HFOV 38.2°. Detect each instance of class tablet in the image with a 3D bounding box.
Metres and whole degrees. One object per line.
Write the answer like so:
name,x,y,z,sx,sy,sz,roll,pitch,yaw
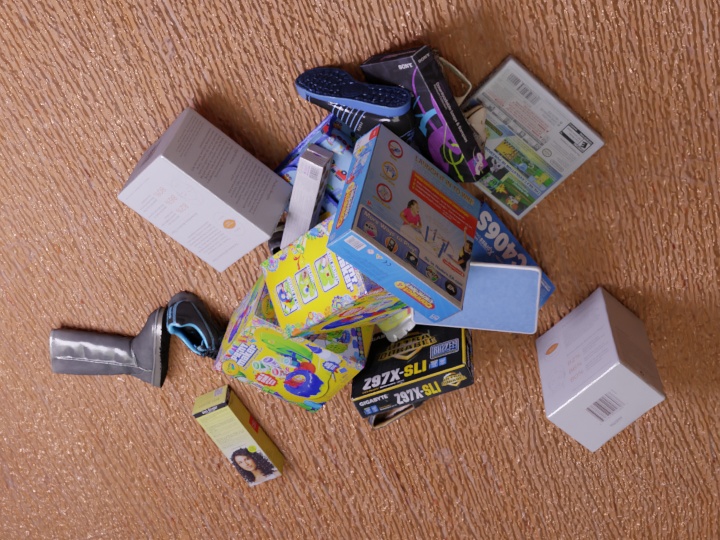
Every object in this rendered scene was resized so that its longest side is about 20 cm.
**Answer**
tablet,0.175,0.038,1.599,0.198,0.014,0.131,4,128,10

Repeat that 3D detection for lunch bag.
lunch bag,-0.046,-0.128,1.576,0.150,0.094,0.200,40,130,-16

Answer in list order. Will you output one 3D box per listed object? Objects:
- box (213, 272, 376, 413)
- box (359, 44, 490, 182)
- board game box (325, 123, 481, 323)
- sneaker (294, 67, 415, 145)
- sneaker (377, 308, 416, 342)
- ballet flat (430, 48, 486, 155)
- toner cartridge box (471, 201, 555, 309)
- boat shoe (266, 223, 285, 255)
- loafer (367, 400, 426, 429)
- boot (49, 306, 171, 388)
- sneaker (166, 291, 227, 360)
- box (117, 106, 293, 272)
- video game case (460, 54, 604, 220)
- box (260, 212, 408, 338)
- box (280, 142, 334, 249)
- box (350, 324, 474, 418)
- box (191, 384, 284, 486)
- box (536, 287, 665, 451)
box,-0.104,0.107,1.672,0.191,0.123,0.200,26,143,-12
box,0.088,-0.215,1.461,0.036,0.143,0.201,-37,111,-23
board game box,0.064,-0.064,1.405,0.199,0.197,0.056,35,138,-24
sneaker,-0.009,-0.227,1.468,0.199,0.070,0.078,23,142,33
sneaker,0.085,0.029,1.671,0.090,0.078,0.200,41,114,-11
ballet flat,0.139,-0.230,1.480,0.072,0.072,0.201,-29,102,21
toner cartridge box,0.214,-0.007,1.628,0.095,0.043,0.200,-50,115,-13
boat shoe,-0.060,-0.006,1.660,0.199,0.065,0.074,20,121,-11
loafer,0.093,0.209,1.791,0.073,0.073,0.200,41,116,-20
boot,-0.428,0.121,1.775,0.198,0.073,0.183,15,122,2
sneaker,-0.251,0.126,1.751,0.200,0.082,0.073,39,117,-22
box,-0.229,-0.116,1.545,0.200,0.107,0.152,37,141,-20
video game case,0.229,-0.192,1.545,0.199,0.022,0.182,36,119,-20
box,0.000,0.000,1.504,0.199,0.123,0.192,-7,163,-44
box,-0.080,-0.100,1.537,0.041,0.039,0.201,26,139,9
box,0.086,0.148,1.699,0.199,0.160,0.050,-19,121,16
box,-0.219,0.302,1.886,0.075,0.050,0.201,-24,119,18
box,0.376,0.154,1.651,0.106,0.201,0.152,36,119,-18
